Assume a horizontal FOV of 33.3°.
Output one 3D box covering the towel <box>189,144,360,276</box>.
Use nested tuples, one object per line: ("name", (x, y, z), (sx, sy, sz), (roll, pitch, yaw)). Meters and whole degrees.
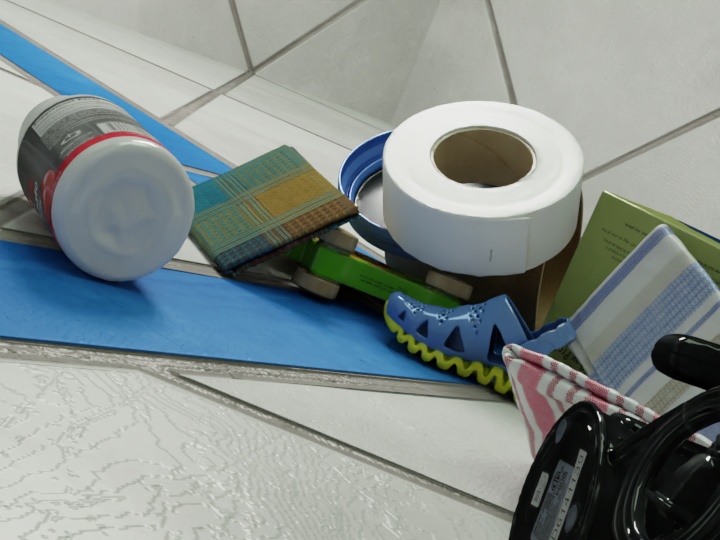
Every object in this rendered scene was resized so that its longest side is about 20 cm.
("towel", (-0.098, -0.061, 1.178), (0.145, 0.022, 0.200), (-25, 30, -13))

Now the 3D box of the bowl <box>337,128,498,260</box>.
("bowl", (0.075, -0.082, 1.274), (0.197, 0.040, 0.202), (-1, 40, 1))

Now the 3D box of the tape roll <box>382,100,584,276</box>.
("tape roll", (0.120, -0.084, 1.190), (0.199, 0.072, 0.204), (0, 40, 0))

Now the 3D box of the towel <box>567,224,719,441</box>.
("towel", (0.265, 0.074, 1.039), (0.024, 0.147, 0.201), (16, 33, -40))

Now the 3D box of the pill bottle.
("pill bottle", (-0.215, -0.077, 0.972), (0.110, 0.112, 0.200), (16, 13, -33))

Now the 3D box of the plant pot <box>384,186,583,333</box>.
("plant pot", (0.133, -0.026, 1.367), (0.197, 0.190, 0.186), (14, 7, 19))

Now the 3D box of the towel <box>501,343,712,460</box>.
("towel", (0.183, 0.135, 0.820), (0.199, 0.030, 0.147), (27, -27, 36))

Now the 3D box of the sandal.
("sandal", (0.117, 0.059, 1.103), (0.197, 0.088, 0.080), (22, 12, 2))

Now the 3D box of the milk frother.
("milk frother", (0.196, 0.144, 0.613), (0.186, 0.183, 0.200), (21, 15, -6))

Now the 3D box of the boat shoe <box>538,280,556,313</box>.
("boat shoe", (0.282, 0.068, 1.466), (0.198, 0.068, 0.072), (20, 11, -19))

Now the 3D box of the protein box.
("protein box", (0.293, 0.065, 1.138), (0.134, 0.203, 0.198), (13, 15, -45))

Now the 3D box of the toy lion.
("toy lion", (0.000, 0.000, 1.230), (0.197, 0.070, 0.192), (22, 3, -9))
